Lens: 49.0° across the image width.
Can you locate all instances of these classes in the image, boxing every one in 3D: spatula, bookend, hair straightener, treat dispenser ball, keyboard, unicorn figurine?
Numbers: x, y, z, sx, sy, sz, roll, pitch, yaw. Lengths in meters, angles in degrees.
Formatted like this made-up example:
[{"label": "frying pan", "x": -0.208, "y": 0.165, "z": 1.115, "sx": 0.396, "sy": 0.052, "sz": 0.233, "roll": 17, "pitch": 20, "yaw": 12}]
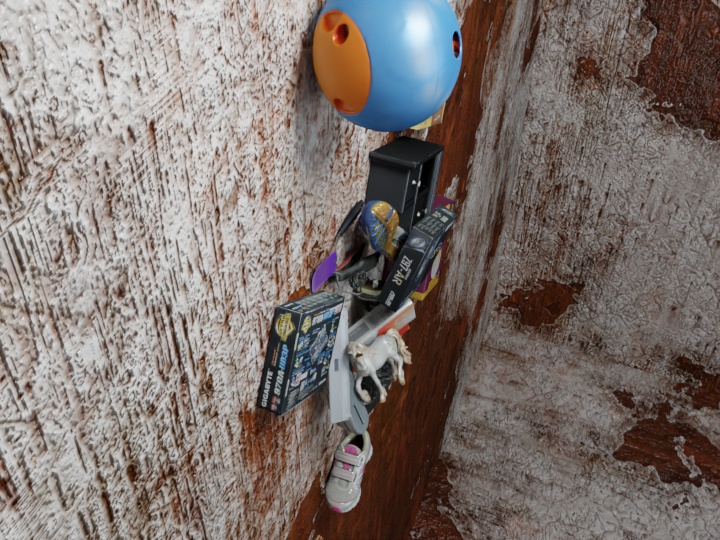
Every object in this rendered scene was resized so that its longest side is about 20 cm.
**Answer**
[{"label": "spatula", "x": -0.035, "y": -0.050, "z": 1.333, "sx": 0.057, "sy": 0.020, "sz": 0.202, "roll": 94, "pitch": 17, "yaw": -53}, {"label": "bookend", "x": 0.076, "y": -0.136, "z": 1.510, "sx": 0.200, "sy": 0.090, "sz": 0.203, "roll": -38, "pitch": 141, "yaw": -63}, {"label": "hair straightener", "x": 0.000, "y": 0.000, "z": 1.398, "sx": 0.042, "sy": 0.076, "sz": 0.200, "roll": -66, "pitch": 168, "yaw": 19}, {"label": "treat dispenser ball", "x": 0.034, "y": -0.285, "z": 1.030, "sx": 0.201, "sy": 0.197, "sz": 0.206, "roll": 16, "pitch": 90, "yaw": -74}, {"label": "keyboard", "x": -0.040, "y": 0.169, "z": 1.419, "sx": 0.056, "sy": 0.010, "sz": 0.205, "roll": 0, "pitch": 87, "yaw": -52}, {"label": "unicorn figurine", "x": 0.027, "y": 0.173, "z": 1.473, "sx": 0.200, "sy": 0.072, "sz": 0.140, "roll": -48, "pitch": 125, "yaw": -58}]

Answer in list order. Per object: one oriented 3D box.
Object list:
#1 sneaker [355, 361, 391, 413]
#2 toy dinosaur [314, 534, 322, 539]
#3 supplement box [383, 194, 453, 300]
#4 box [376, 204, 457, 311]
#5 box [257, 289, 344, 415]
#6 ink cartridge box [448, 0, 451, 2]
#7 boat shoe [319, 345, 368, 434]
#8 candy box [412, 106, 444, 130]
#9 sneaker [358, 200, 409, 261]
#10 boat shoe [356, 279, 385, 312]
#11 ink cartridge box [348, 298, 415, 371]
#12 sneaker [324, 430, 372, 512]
[{"label": "sneaker", "x": 0.018, "y": 0.265, "z": 1.750, "sx": 0.199, "sy": 0.075, "sz": 0.092, "roll": -37, "pitch": 150, "yaw": -55}, {"label": "toy dinosaur", "x": -0.115, "y": 0.647, "z": 1.597, "sx": 0.201, "sy": 0.102, "sz": 0.136, "roll": -52, "pitch": 144, "yaw": -4}, {"label": "supplement box", "x": 0.126, "y": -0.058, "z": 1.737, "sx": 0.131, "sy": 0.101, "sz": 0.205, "roll": -39, "pitch": 141, "yaw": -62}, {"label": "box", "x": 0.110, "y": -0.027, "z": 1.493, "sx": 0.162, "sy": 0.043, "sz": 0.200, "roll": -64, "pitch": 169, "yaw": 23}, {"label": "box", "x": -0.091, "y": 0.125, "z": 1.258, "sx": 0.200, "sy": 0.045, "sz": 0.163, "roll": -20, "pitch": 123, "yaw": -71}, {"label": "ink cartridge box", "x": 0.147, "y": -0.582, "z": 1.359, "sx": 0.147, "sy": 0.084, "sz": 0.204, "roll": -52, "pitch": 151, "yaw": -54}, {"label": "boat shoe", "x": -0.047, "y": 0.226, "z": 1.473, "sx": 0.074, "sy": 0.066, "sz": 0.204, "roll": -47, "pitch": 128, "yaw": -47}, {"label": "candy box", "x": 0.124, "y": -0.345, "z": 1.552, "sx": 0.200, "sy": 0.055, "sz": 0.119, "roll": -32, "pitch": 135, "yaw": -66}, {"label": "sneaker", "x": 0.024, "y": -0.077, "z": 1.410, "sx": 0.076, "sy": 0.087, "sz": 0.200, "roll": -53, "pitch": 157, "yaw": -7}, {"label": "boat shoe", "x": 0.037, "y": 0.058, "z": 1.592, "sx": 0.200, "sy": 0.070, "sz": 0.068, "roll": 0, "pitch": 106, "yaw": -73}, {"label": "ink cartridge box", "x": 0.041, "y": 0.140, "z": 1.598, "sx": 0.161, "sy": 0.050, "sz": 0.201, "roll": -38, "pitch": 151, "yaw": -10}, {"label": "sneaker", "x": -0.028, "y": 0.424, "z": 1.714, "sx": 0.089, "sy": 0.079, "sz": 0.202, "roll": 88, "pitch": 15, "yaw": -44}]
